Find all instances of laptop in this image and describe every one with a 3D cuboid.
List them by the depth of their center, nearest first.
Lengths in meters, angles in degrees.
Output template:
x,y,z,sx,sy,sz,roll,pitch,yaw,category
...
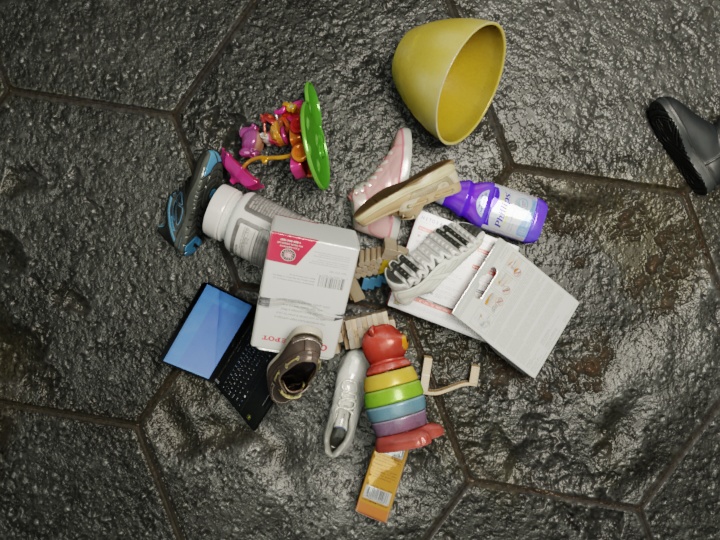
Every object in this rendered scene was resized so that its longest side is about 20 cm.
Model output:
x,y,z,sx,sy,sz,roll,pitch,yaw,category
-0.231,0.153,0.993,0.199,0.103,0.180,40,103,26,laptop

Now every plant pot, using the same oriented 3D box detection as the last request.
x,y,z,sx,sy,sz,roll,pitch,yaw,category
0.137,-0.341,0.961,0.141,0.199,0.203,34,92,28,plant pot

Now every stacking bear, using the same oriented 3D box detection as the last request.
x,y,z,sx,sy,sz,roll,pitch,yaw,category
0.055,0.191,0.946,0.111,0.121,0.206,-17,79,23,stacking bear

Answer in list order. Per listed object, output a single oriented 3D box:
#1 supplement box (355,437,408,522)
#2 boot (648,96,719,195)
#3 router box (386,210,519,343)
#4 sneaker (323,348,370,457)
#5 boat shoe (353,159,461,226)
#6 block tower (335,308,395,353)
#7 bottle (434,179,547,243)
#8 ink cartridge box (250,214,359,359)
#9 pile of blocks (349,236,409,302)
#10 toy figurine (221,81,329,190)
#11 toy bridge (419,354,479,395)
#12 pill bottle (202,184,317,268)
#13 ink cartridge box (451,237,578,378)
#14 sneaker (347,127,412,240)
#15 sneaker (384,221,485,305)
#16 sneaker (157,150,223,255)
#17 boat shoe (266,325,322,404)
x,y,z,sx,sy,sz,roll,pitch,yaw,category
0.050,0.344,1.024,0.067,0.067,0.205,19,91,5,supplement box
0.628,-0.261,0.987,0.167,0.076,0.202,-36,97,5,boot
0.167,0.010,1.021,0.195,0.049,0.184,20,92,1,router box
-0.021,0.244,1.014,0.072,0.087,0.206,12,91,2,sneaker
0.082,-0.117,0.948,0.196,0.071,0.066,-28,108,-4,boat shoe
-0.032,0.118,1.027,0.194,0.058,0.056,-13,91,0,block tower
0.233,-0.115,1.008,0.195,0.065,0.086,19,93,1,bottle
-0.093,0.030,0.915,0.141,0.084,0.205,10,113,-11,ink cartridge box
0.000,0.000,1.018,0.195,0.063,0.084,-19,117,12,pile of blocks
-0.161,-0.225,0.999,0.179,0.150,0.206,-10,69,11,toy figurine
0.120,0.193,1.038,0.194,0.027,0.069,9,93,2,toy bridge
-0.173,-0.068,0.997,0.196,0.114,0.116,26,92,1,pill bottle
0.271,0.066,0.995,0.198,0.047,0.162,36,84,-10,ink cartridge box
0.033,-0.161,1.007,0.101,0.075,0.207,10,96,-4,sneaker
0.131,-0.014,0.968,0.197,0.082,0.075,-31,45,-12,sneaker
-0.310,-0.128,1.001,0.081,0.073,0.203,31,111,11,sneaker
-0.109,0.169,0.903,0.070,0.061,0.202,13,136,-18,boat shoe
